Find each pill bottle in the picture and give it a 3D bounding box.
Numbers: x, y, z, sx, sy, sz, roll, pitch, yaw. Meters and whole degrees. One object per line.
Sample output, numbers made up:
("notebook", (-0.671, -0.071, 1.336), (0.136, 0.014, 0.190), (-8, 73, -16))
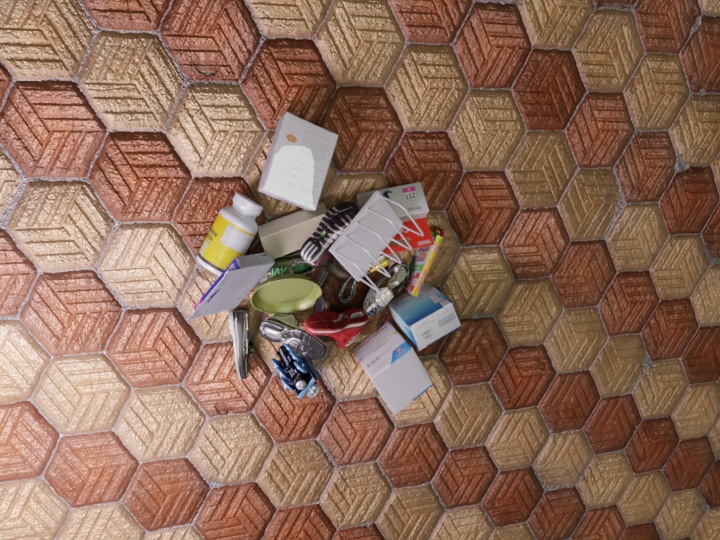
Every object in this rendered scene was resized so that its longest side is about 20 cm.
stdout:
("pill bottle", (-0.335, -0.093, 1.534), (0.110, 0.112, 0.204), (28, 95, -21))

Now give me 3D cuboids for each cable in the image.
("cable", (0.000, 0.000, 1.652), (0.200, 0.050, 0.097), (-47, 114, 0))

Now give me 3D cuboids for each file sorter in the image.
("file sorter", (0.046, -0.070, 1.520), (0.201, 0.124, 0.139), (-50, 129, -7))

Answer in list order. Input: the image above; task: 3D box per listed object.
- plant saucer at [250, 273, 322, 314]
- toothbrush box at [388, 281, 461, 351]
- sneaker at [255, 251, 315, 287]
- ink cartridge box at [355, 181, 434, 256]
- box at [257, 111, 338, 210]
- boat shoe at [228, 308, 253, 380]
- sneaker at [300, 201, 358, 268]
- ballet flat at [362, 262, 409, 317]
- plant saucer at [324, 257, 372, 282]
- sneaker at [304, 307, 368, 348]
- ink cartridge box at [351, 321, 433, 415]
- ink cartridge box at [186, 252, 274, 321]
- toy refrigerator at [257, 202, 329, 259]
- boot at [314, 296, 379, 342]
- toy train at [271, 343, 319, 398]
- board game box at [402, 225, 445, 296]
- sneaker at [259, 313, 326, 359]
("plant saucer", (-0.202, 0.060, 1.603), (0.193, 0.032, 0.202), (-9, 150, -5))
("toothbrush box", (0.180, 0.126, 1.698), (0.143, 0.200, 0.087), (-28, 112, -8))
("sneaker", (-0.208, 0.000, 1.608), (0.194, 0.089, 0.079), (-19, 109, -11))
("ink cartridge box", (0.098, -0.143, 1.638), (0.193, 0.044, 0.179), (-12, 71, -13))
("box", (-0.163, -0.277, 1.522), (0.148, 0.106, 0.207), (19, 88, -20))
("boat shoe", (-0.326, 0.207, 1.638), (0.058, 0.072, 0.209), (-8, 107, -13))
("sneaker", (-0.074, -0.088, 1.580), (0.200, 0.075, 0.116), (-45, 155, -7))
("ballet flat", (0.077, 0.049, 1.675), (0.073, 0.071, 0.201), (52, 59, -22))
("plant saucer", (-0.019, -0.060, 1.678), (0.193, 0.037, 0.208), (-5, 107, -16))
("sneaker", (-0.072, 0.174, 1.602), (0.194, 0.079, 0.118), (-3, 128, -32))
("ink cartridge box", (0.090, 0.278, 1.712), (0.145, 0.200, 0.147), (-35, 114, -4))
("ink cartridge box", (-0.336, 0.038, 1.503), (0.196, 0.199, 0.044), (-45, 76, 23))
("toy refrigerator", (-0.176, -0.108, 1.595), (0.195, 0.070, 0.078), (-23, 128, -10))
("boot", (-0.032, 0.132, 1.676), (0.193, 0.069, 0.193), (-8, 132, -13))
("toy train", (-0.174, 0.279, 1.640), (0.114, 0.200, 0.087), (39, 93, -32))
("board game box", (0.182, -0.033, 1.712), (0.029, 0.096, 0.205), (23, 97, -20))
("sneaker", (-0.171, 0.167, 1.635), (0.195, 0.116, 0.078), (23, 114, 8))
